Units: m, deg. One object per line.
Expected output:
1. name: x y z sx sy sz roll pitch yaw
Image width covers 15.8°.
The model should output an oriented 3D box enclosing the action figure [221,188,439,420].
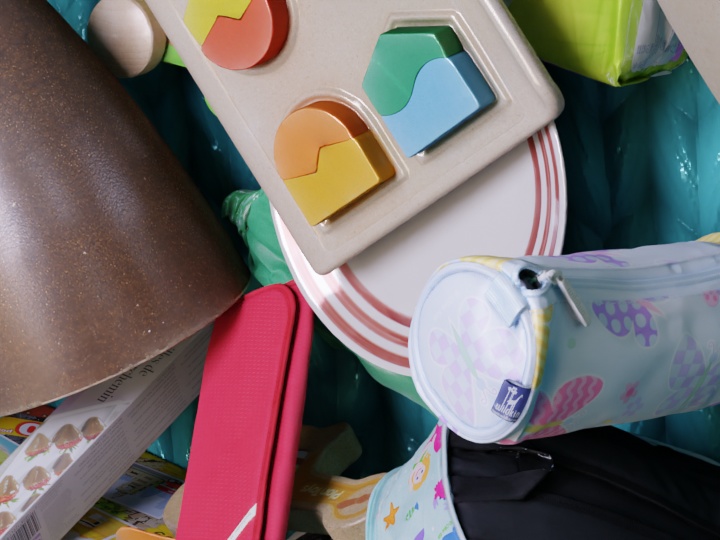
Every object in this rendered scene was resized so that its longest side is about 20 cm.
1. action figure: 0.000 0.000 1.400 0.200 0.055 0.118 29 119 32

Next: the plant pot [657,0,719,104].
1. plant pot: 0.224 -0.105 1.133 0.187 0.187 0.200 -8 109 39

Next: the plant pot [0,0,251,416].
1. plant pot: -0.183 -0.050 1.417 0.187 0.187 0.200 -11 108 40

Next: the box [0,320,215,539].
1. box: -0.147 0.091 1.448 0.039 0.200 0.041 20 141 32

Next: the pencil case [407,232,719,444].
1. pencil case: 0.115 0.027 1.221 0.083 0.200 0.091 42 121 37

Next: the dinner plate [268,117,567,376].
1. dinner plate: 0.030 -0.045 1.315 0.200 0.024 0.201 10 104 43

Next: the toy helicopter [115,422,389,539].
1. toy helicopter: -0.044 0.126 1.376 0.200 0.132 0.079 1 124 58

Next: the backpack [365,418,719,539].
1. backpack: 0.095 0.153 1.243 0.151 0.200 0.178 -46 29 31

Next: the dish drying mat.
1. dish drying mat: -0.063 0.094 1.348 0.077 0.018 0.200 -24 45 37

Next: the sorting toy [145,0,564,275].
1. sorting toy: -0.014 -0.111 1.280 0.200 0.036 0.185 -34 87 42

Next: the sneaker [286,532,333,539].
1. sneaker: -0.007 0.177 1.403 0.200 0.114 0.076 -20 95 39

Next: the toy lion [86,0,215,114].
1. toy lion: -0.050 -0.164 1.403 0.191 0.069 0.200 15 109 28

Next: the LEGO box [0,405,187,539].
1. LEGO box: -0.168 0.160 1.509 0.200 0.149 0.077 21 113 33

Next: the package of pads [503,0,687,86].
1. package of pads: 0.103 -0.202 1.261 0.154 0.068 0.200 23 115 34
